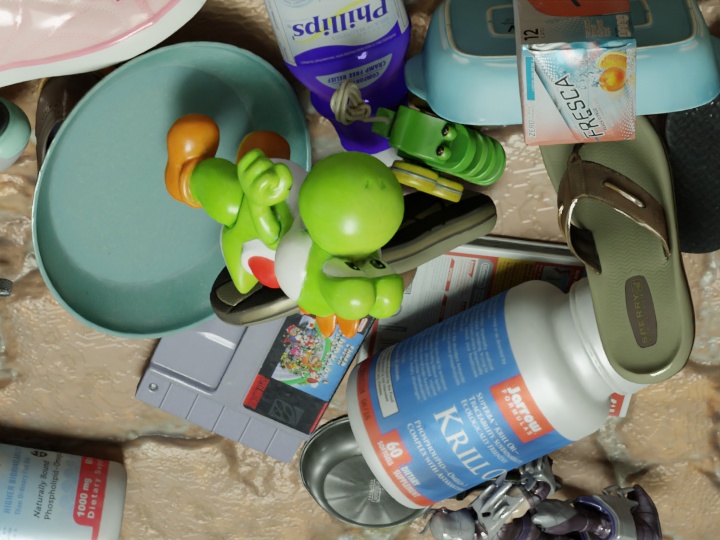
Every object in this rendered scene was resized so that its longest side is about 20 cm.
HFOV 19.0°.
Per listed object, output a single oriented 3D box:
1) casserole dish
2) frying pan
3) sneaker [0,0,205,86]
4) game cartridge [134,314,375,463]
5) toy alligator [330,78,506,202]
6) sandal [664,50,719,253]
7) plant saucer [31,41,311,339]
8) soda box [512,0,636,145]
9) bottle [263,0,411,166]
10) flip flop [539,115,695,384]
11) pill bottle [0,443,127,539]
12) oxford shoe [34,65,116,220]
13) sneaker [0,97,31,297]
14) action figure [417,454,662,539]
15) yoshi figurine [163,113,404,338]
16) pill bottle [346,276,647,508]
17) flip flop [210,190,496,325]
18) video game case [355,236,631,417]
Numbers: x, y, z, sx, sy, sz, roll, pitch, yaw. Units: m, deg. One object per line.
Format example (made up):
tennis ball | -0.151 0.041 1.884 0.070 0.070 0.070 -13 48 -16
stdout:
casserole dish | 0.124 -0.136 1.287 0.198 0.121 0.039 -4 125 0
frying pan | 0.043 0.168 1.613 0.189 0.031 0.115 24 128 -15
sneaker | -0.193 -0.175 1.289 0.199 0.076 0.105 -13 134 17
game cartridge | -0.066 0.041 1.489 0.129 0.038 0.201 26 127 -3
toy alligator | 0.047 -0.079 1.319 0.054 0.060 0.200 18 180 26
sandal | 0.228 -0.086 1.388 0.075 0.045 0.201 9 145 0
plant saucer | -0.124 -0.055 1.355 0.199 0.036 0.201 -18 124 -29
soda box | 0.117 -0.155 1.219 0.063 0.201 0.069 -3 128 3
bottle | -0.012 -0.151 1.312 0.083 0.065 0.201 -15 129 3
flip flop | 0.157 -0.027 1.353 0.081 0.201 0.057 -17 169 28
pill bottle | -0.276 0.179 1.572 0.198 0.109 0.109 10 130 -8
oxford shoe | -0.184 -0.043 1.403 0.071 0.073 0.201 -2 131 3
sneaker | -0.266 -0.031 1.420 0.199 0.078 0.140 -19 130 29
action figure | 0.118 0.182 1.539 0.199 0.070 0.130 7 144 -39
yoshi figurine | -0.032 -0.045 1.268 0.112 0.200 0.112 -37 130 -13
pill bottle | 0.099 0.074 1.450 0.199 0.113 0.112 -27 125 22
flip flop | 0.000 0.000 1.384 0.199 0.081 0.058 -21 120 -25
video game case | 0.103 0.037 1.504 0.198 0.018 0.144 7 130 -4
